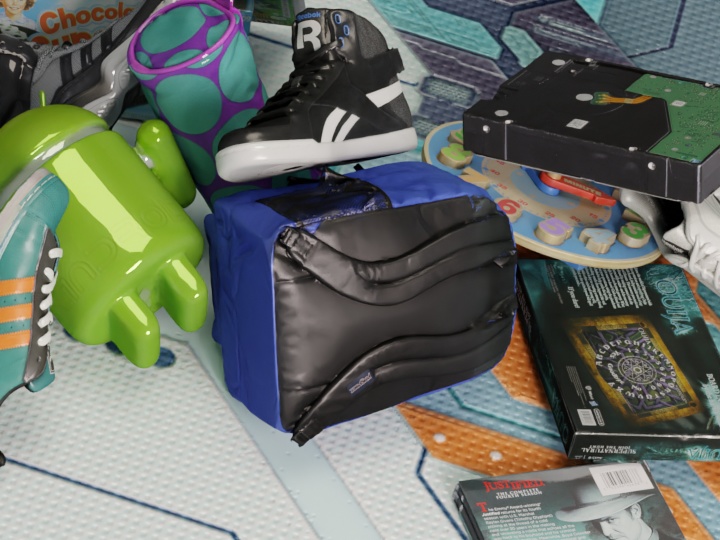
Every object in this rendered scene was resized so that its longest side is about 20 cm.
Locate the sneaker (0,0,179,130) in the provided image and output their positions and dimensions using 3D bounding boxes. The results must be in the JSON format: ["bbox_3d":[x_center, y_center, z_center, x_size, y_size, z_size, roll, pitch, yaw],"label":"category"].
[{"bbox_3d":[-0.209,-0.157,1.849,0.114,0.075,0.200,38,90,15],"label":"sneaker"}]

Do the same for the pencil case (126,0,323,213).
[{"bbox_3d":[-0.087,-0.099,1.802,0.092,0.200,0.085,-37,37,-10],"label":"pencil case"}]

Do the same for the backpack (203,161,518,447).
[{"bbox_3d":[0.000,0.000,1.743,0.199,0.163,0.168,-13,28,-24],"label":"backpack"}]

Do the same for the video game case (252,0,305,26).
[{"bbox_3d":[-0.135,-0.227,1.944,0.181,0.200,0.022,7,84,1],"label":"video game case"}]

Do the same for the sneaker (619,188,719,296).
[{"bbox_3d":[0.269,-0.010,1.870,0.200,0.075,0.081,47,33,19],"label":"sneaker"}]

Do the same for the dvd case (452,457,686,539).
[{"bbox_3d":[0.160,0.209,1.664,0.145,0.022,0.201,-6,46,-21],"label":"dvd case"}]

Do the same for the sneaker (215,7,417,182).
[{"bbox_3d":[-0.042,-0.125,1.744,0.200,0.073,0.113,-11,88,-55],"label":"sneaker"}]

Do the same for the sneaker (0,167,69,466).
[{"bbox_3d":[-0.227,0.035,1.655,0.080,0.201,0.071,25,-1,-1],"label":"sneaker"}]

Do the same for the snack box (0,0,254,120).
[{"bbox_3d":[-0.187,-0.173,1.914,0.199,0.117,0.037,7,40,-7],"label":"snack box"}]

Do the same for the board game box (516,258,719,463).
[{"bbox_3d":[0.192,0.063,1.811,0.134,0.028,0.200,3,37,-13],"label":"board game box"}]

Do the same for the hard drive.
[{"bbox_3d":[0.194,-0.109,1.887,0.199,0.038,0.140,13,32,29],"label":"hard drive"}]

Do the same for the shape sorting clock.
[{"bbox_3d":[0.141,-0.062,1.911,0.199,0.039,0.200,19,23,-9],"label":"shape sorting clock"}]

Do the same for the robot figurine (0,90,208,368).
[{"bbox_3d":[-0.188,-0.031,1.738,0.175,0.116,0.200,-38,76,-15],"label":"robot figurine"}]
